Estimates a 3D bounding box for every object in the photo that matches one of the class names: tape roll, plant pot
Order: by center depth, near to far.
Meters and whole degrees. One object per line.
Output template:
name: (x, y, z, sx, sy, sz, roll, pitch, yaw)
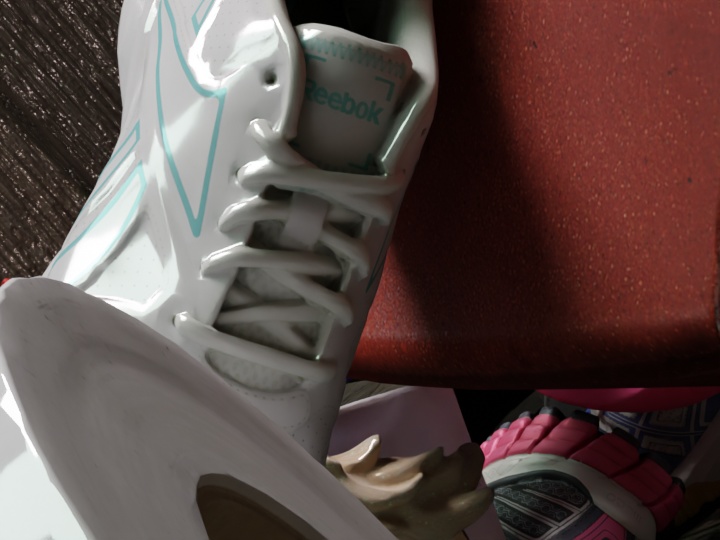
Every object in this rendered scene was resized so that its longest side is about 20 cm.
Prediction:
tape roll: (-0.014, 0.097, 0.483, 0.071, 0.202, 0.202, -44, 3, 6)
plant pot: (0.108, -0.059, 0.668, 0.176, 0.198, 0.202, -156, 68, -70)

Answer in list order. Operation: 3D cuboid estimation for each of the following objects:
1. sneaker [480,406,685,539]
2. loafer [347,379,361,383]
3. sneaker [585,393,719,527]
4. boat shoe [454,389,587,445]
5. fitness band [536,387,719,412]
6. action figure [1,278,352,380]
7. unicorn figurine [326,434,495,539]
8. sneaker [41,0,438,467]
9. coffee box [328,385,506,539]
sneaker: (0.022, 0.112, 0.933, 0.200, 0.080, 0.075, -43, 15, 52)
loafer: (-0.016, 0.006, 0.849, 0.200, 0.070, 0.068, -38, -22, -9)
sneaker: (0.109, 0.020, 0.937, 0.200, 0.088, 0.075, -43, 4, 41)
boat shoe: (0.089, 0.037, 1.049, 0.201, 0.063, 0.074, -42, 25, 40)
fitness band: (0.064, -0.037, 0.900, 0.200, 0.037, 0.145, 29, 107, 50)
action figure: (0.000, 0.000, 0.781, 0.199, 0.066, 0.099, -14, 14, -14)
unicorn figurine: (-0.027, 0.134, 0.688, 0.074, 0.136, 0.201, 130, 147, -54)
sneaker: (-0.025, -0.012, 0.621, 0.080, 0.070, 0.202, -33, 42, 51)
coffee box: (-0.046, 0.110, 0.794, 0.080, 0.114, 0.199, -24, -7, 42)
